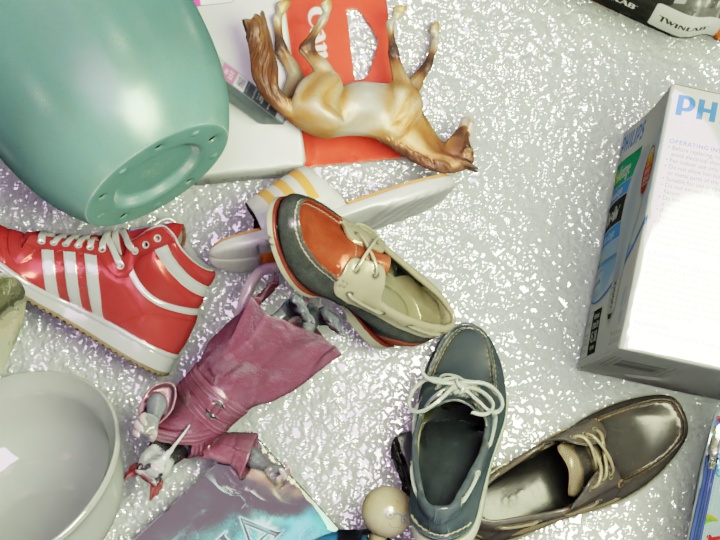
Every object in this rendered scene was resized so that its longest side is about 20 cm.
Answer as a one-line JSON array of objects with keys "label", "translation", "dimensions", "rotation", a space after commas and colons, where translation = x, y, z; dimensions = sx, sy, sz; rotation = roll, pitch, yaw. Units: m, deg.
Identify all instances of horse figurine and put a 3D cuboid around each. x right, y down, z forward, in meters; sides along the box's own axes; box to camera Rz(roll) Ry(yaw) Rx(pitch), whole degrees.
[{"label": "horse figurine", "translation": [-0.004, -0.146, 1.718], "dimensions": [0.199, 0.050, 0.133], "rotation": [7, 74, -20]}]

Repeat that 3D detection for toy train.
[{"label": "toy train", "translation": [0.064, 0.221, 1.705], "dimensions": [0.034, 0.046, 0.201], "rotation": [-17, 81, -11]}]

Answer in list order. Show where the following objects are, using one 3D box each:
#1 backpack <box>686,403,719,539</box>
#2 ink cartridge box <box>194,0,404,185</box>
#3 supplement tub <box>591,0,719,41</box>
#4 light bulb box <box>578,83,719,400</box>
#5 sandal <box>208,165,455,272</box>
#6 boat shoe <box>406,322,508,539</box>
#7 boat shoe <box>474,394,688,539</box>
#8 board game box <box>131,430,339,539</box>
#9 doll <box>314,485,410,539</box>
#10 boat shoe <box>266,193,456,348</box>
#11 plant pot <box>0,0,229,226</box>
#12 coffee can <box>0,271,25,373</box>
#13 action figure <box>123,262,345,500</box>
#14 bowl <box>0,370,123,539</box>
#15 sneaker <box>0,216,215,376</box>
[{"label": "backpack", "translation": [0.326, 0.192, 1.655], "dimensions": [0.146, 0.183, 0.201], "rotation": [8, 86, 22]}, {"label": "ink cartridge box", "translation": [-0.060, -0.177, 1.750], "dimensions": [0.173, 0.044, 0.201], "rotation": [-7, 83, -2]}, {"label": "supplement tub", "translation": [0.222, -0.261, 1.730], "dimensions": [0.199, 0.123, 0.123], "rotation": [25, 83, 2]}, {"label": "light bulb box", "translation": [0.256, -0.016, 1.664], "dimensions": [0.124, 0.198, 0.201], "rotation": [12, 82, -2]}, {"label": "sandal", "translation": [-0.029, -0.053, 1.723], "dimensions": [0.206, 0.079, 0.059], "rotation": [-18, 77, -15]}, {"label": "boat shoe", "translation": [0.071, 0.115, 1.672], "dimensions": [0.075, 0.062, 0.200], "rotation": [9, 53, 10]}, {"label": "boat shoe", "translation": [0.168, 0.157, 1.701], "dimensions": [0.200, 0.073, 0.075], "rotation": [-28, 85, -5]}, {"label": "board game box", "translation": [-0.114, 0.240, 1.704], "dimensions": [0.200, 0.028, 0.135], "rotation": [-43, 87, -6]}, {"label": "doll", "translation": [-0.003, 0.260, 1.678], "dimensions": [0.136, 0.048, 0.201], "rotation": [16, 94, -15]}, {"label": "boat shoe", "translation": [0.000, 0.000, 1.659], "dimensions": [0.062, 0.200, 0.071], "rotation": [-7, 58, 32]}, {"label": "plant pot", "translation": [-0.191, -0.133, 1.646], "dimensions": [0.200, 0.201, 0.161], "rotation": [-33, 74, -6]}, {"label": "coffee can", "translation": [-0.373, 0.022, 1.644], "dimensions": [0.200, 0.146, 0.147], "rotation": [29, 83, 13]}, {"label": "action figure", "translation": [-0.113, 0.087, 1.666], "dimensions": [0.200, 0.149, 0.134], "rotation": [-43, 126, 8]}, {"label": "bowl", "translation": [-0.257, 0.178, 1.655], "dimensions": [0.200, 0.091, 0.202], "rotation": [-13, 41, 12]}, {"label": "sneaker", "translation": [-0.208, -0.015, 1.701], "dimensions": [0.200, 0.071, 0.113], "rotation": [31, 97, -6]}]
